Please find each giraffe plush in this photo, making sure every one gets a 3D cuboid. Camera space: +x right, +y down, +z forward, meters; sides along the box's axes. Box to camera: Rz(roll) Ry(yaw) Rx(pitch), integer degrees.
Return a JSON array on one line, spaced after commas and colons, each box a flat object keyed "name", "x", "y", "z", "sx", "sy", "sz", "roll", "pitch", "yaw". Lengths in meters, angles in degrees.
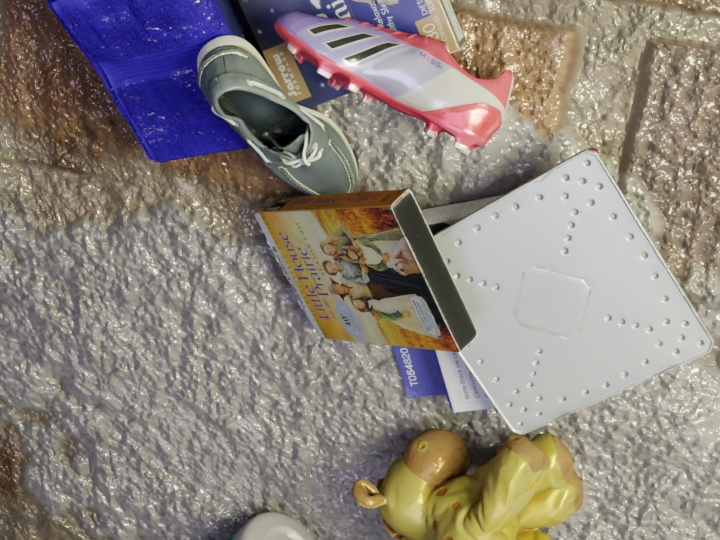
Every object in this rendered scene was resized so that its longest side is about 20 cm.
[{"name": "giraffe plush", "x": 0.091, "y": 0.222, "z": 1.065, "sx": 0.161, "sy": 0.200, "sz": 0.173, "roll": 27, "pitch": 160, "yaw": 39}]

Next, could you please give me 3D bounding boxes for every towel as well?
[{"name": "towel", "x": -0.165, "y": -0.172, "z": 0.949, "sx": 0.146, "sy": 0.050, "sz": 0.201, "roll": -3, "pitch": 141, "yaw": 25}]

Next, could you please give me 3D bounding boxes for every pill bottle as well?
[{"name": "pill bottle", "x": -0.135, "y": 0.360, "z": 1.236, "sx": 0.111, "sy": 0.111, "sz": 0.200, "roll": 42, "pitch": 122, "yaw": -6}]

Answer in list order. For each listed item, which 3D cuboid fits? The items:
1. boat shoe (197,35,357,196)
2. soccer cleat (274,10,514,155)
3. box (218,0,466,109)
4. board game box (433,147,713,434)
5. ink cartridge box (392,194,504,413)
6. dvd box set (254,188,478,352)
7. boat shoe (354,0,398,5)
[{"name": "boat shoe", "x": -0.066, "y": -0.111, "z": 0.944, "sx": 0.072, "sy": 0.062, "sz": 0.200, "roll": -31, "pitch": 133, "yaw": 15}, {"name": "soccer cleat", "x": 0.027, "y": -0.166, "z": 0.898, "sx": 0.199, "sy": 0.067, "sz": 0.077, "roll": 30, "pitch": 93, "yaw": 6}, {"name": "box", "x": -0.024, "y": -0.209, "z": 0.938, "sx": 0.198, "sy": 0.032, "sz": 0.122, "roll": -16, "pitch": 111, "yaw": 27}, {"name": "board game box", "x": 0.164, "y": 0.022, "z": 0.951, "sx": 0.199, "sy": 0.026, "sz": 0.201, "roll": -29, "pitch": 103, "yaw": 28}, {"name": "ink cartridge box", "x": 0.104, "y": 0.035, "z": 1.018, "sx": 0.198, "sy": 0.041, "sz": 0.202, "roll": -9, "pitch": 114, "yaw": 23}, {"name": "dvd box set", "x": 0.000, "y": 0.000, "z": 0.986, "sx": 0.199, "sy": 0.029, "sz": 0.147, "roll": 3, "pitch": 125, "yaw": 51}, {"name": "boat shoe", "x": -0.007, "y": -0.285, "z": 0.811, "sx": 0.069, "sy": 0.071, "sz": 0.201, "roll": 2, "pitch": 139, "yaw": 6}]
